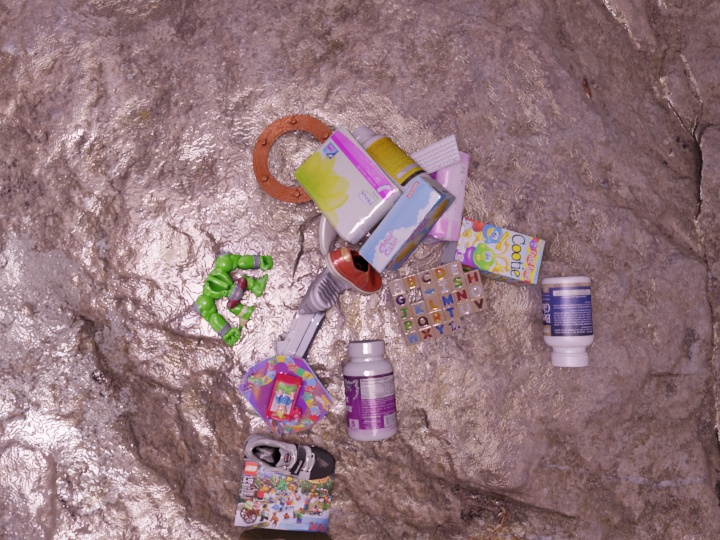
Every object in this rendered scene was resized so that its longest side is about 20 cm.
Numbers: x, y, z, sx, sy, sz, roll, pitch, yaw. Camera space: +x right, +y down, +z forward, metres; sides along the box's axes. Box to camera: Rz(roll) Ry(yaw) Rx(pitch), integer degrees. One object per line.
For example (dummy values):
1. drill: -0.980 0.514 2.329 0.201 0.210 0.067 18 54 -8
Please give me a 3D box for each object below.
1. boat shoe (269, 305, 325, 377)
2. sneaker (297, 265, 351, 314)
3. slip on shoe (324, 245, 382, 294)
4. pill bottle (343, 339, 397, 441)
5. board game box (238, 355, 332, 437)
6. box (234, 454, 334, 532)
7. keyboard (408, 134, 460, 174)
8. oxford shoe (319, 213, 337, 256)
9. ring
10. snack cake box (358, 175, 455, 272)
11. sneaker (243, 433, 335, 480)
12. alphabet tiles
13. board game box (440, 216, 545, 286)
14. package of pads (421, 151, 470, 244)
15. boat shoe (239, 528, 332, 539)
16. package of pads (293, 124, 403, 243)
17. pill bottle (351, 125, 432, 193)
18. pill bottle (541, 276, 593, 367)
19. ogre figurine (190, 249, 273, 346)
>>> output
1. boat shoe: -0.155 0.158 1.197 0.085 0.075 0.204 29 104 8
2. sneaker: -0.076 0.031 1.188 0.081 0.200 0.075 -28 97 27
3. slip on shoe: 0.000 0.000 1.193 0.061 0.200 0.075 -30 60 19
4. pill bottle: 0.019 0.253 1.210 0.111 0.112 0.203 -4 87 -10
5. board game box: -0.155 0.271 1.167 0.157 0.039 0.201 -27 115 9
6. box: -0.161 0.478 1.202 0.197 0.038 0.139 8 85 -9
7. keyboard: 0.136 -0.236 1.232 0.011 0.199 0.057 -18 92 -42
8. oxford shoe: -0.049 -0.129 1.240 0.057 0.075 0.203 11 80 12
9. ring: -0.144 -0.249 1.236 0.197 0.019 0.204 -1 83 5
10. snack cake box: 0.097 -0.094 1.156 0.067 0.115 0.201 43 111 14
11. sneaker: -0.144 0.391 1.150 0.197 0.088 0.075 14 79 -9
12. alphabet tiles: 0.177 0.070 1.245 0.197 0.008 0.169 -17 112 5
13. board game box: 0.300 -0.040 1.281 0.197 0.103 0.106 14 84 -8
14. package of pads: 0.180 -0.161 1.257 0.075 0.120 0.203 10 85 -21
15. boat shoe: -0.157 0.590 1.184 0.198 0.072 0.067 7 95 -9
16. package of pads: -0.027 -0.173 1.153 0.154 0.068 0.201 -43 75 10
17. pill bottle: 0.054 -0.221 1.226 0.112 0.113 0.200 -40 72 -10
18. pill bottle: 0.479 0.117 1.298 0.109 0.111 0.203 -1 86 -10
19. ogre figurine: -0.272 0.041 1.183 0.119 0.098 0.202 28 93 -18
